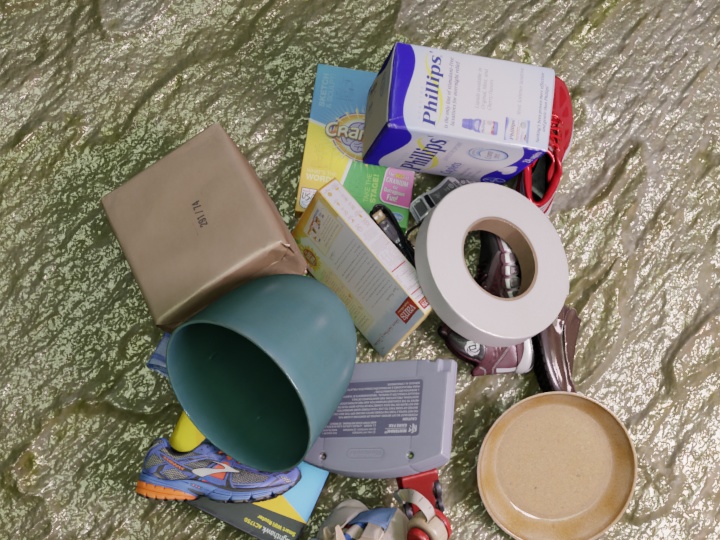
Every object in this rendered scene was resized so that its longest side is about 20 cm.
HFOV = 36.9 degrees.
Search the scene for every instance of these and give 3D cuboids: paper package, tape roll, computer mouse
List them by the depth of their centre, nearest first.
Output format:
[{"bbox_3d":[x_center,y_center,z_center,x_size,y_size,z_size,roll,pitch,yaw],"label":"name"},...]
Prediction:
[{"bbox_3d":[0.161,-0.008,1.307,0.199,0.037,0.206,9,65,-21],"label":"tape roll"},{"bbox_3d":[-0.193,-0.043,1.324,0.189,0.104,0.202,-32,64,2],"label":"paper package"},{"bbox_3d":[0.100,-0.066,1.378,0.199,0.044,0.110,-30,67,-39],"label":"computer mouse"}]

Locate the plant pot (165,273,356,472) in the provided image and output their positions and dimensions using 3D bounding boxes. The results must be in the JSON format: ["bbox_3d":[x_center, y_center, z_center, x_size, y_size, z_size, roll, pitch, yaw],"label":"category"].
[{"bbox_3d":[-0.097,0.098,1.233,0.200,0.201,0.161,40,46,5],"label":"plant pot"}]

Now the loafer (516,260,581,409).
[{"bbox_3d":[0.251,0.074,1.372,0.070,0.073,0.204,-10,81,-4],"label":"loafer"}]

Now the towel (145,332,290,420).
[{"bbox_3d":[-0.150,0.106,1.347,0.197,0.024,0.148,24,50,3],"label":"towel"}]

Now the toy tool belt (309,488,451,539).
[{"bbox_3d":[0.006,0.336,1.243,0.123,0.199,0.126,-38,99,-41],"label":"toy tool belt"}]

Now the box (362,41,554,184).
[{"bbox_3d":[0.113,-0.186,1.321,0.196,0.184,0.107,8,80,-8],"label":"box"}]

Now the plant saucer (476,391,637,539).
[{"bbox_3d":[0.241,0.243,1.337,0.196,0.035,0.204,0,100,2],"label":"plant saucer"}]

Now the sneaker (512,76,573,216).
[{"bbox_3d":[0.246,-0.167,1.393,0.077,0.116,0.204,8,81,-1],"label":"sneaker"}]

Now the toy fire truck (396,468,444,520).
[{"bbox_3d":[0.063,0.246,1.321,0.048,0.142,0.203,-12,119,-4],"label":"toy fire truck"}]

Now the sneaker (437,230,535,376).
[{"bbox_3d":[0.148,0.039,1.376,0.113,0.076,0.204,-11,81,-1],"label":"sneaker"}]

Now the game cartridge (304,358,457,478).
[{"bbox_3d":[0.018,0.175,1.270,0.197,0.041,0.135,-6,61,29],"label":"game cartridge"}]

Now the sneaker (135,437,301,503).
[{"bbox_3d":[-0.167,0.235,1.279,0.196,0.075,0.080,2,79,-2],"label":"sneaker"}]

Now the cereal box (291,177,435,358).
[{"bbox_3d":[0.000,0.000,1.343,0.039,0.144,0.201,-37,83,-33],"label":"cereal box"}]

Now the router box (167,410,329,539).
[{"bbox_3d":[-0.140,0.239,1.340,0.197,0.051,0.151,25,82,2],"label":"router box"}]

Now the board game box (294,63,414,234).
[{"bbox_3d":[0.001,-0.160,1.422,0.150,0.040,0.204,8,80,0],"label":"board game box"}]
